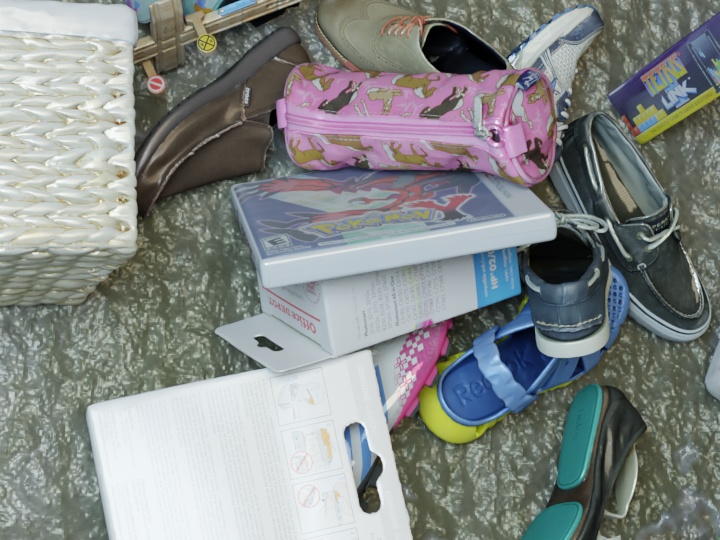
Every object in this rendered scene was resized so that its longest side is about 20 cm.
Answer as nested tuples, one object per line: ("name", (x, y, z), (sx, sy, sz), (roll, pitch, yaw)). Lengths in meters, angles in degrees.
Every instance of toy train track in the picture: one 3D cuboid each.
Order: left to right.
("toy train track", (-0.094, -0.169, 1.160), (0.198, 0.115, 0.033), (-23, 76, -11))

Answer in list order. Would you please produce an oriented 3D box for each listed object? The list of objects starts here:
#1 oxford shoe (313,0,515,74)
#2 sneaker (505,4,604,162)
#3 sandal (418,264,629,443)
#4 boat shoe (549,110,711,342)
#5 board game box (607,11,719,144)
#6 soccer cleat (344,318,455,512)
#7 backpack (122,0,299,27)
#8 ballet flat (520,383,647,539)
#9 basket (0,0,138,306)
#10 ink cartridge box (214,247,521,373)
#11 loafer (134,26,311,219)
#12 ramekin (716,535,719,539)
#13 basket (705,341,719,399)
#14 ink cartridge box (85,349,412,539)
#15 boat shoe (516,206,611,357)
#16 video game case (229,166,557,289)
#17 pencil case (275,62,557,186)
("oxford shoe", (0.044, -0.172, 1.214), (0.199, 0.075, 0.071), (29, 67, 25))
("sneaker", (0.131, -0.125, 1.277), (0.085, 0.077, 0.200), (46, 73, -4))
("sandal", (0.135, 0.057, 1.212), (0.199, 0.087, 0.080), (-37, 87, -28))
("boat shoe", (0.216, -0.033, 1.278), (0.072, 0.071, 0.201), (-35, 88, -26))
("board game box", (0.311, -0.192, 1.292), (0.165, 0.200, 0.057), (-34, 89, -27))
("soccer cleat", (-0.002, 0.086, 1.157), (0.086, 0.070, 0.201), (33, 65, -9))
("backpack", (-0.122, -0.288, 1.168), (0.152, 0.176, 0.202), (-17, 76, -29))
("ballet flat", (0.167, 0.179, 1.198), (0.068, 0.068, 0.202), (35, 65, -17))
("basket", (-0.250, -0.069, 1.040), (0.197, 0.198, 0.163), (-2, 78, -22))
("ink cartridge box", (0.000, 0.000, 1.151), (0.198, 0.115, 0.069), (-18, 112, -25))
("loafer", (-0.096, -0.099, 1.174), (0.071, 0.073, 0.200), (46, 64, -1))
("ramekin", (0.330, 0.262, 1.167), (0.096, 0.200, 0.203), (-12, 78, -16))
("basket", (0.413, 0.047, 1.275), (0.199, 0.161, 0.200), (32, 66, -7))
("ink cartridge box", (-0.074, 0.152, 1.096), (0.197, 0.050, 0.163), (-11, 77, -10))
("boat shoe", (0.146, -0.008, 1.191), (0.074, 0.201, 0.063), (-4, 116, 10))
("video game case", (0.016, -0.042, 1.125), (0.197, 0.182, 0.023), (-10, 110, -8))
("pencil case", (0.039, -0.104, 1.141), (0.087, 0.198, 0.084), (55, 50, -48))
